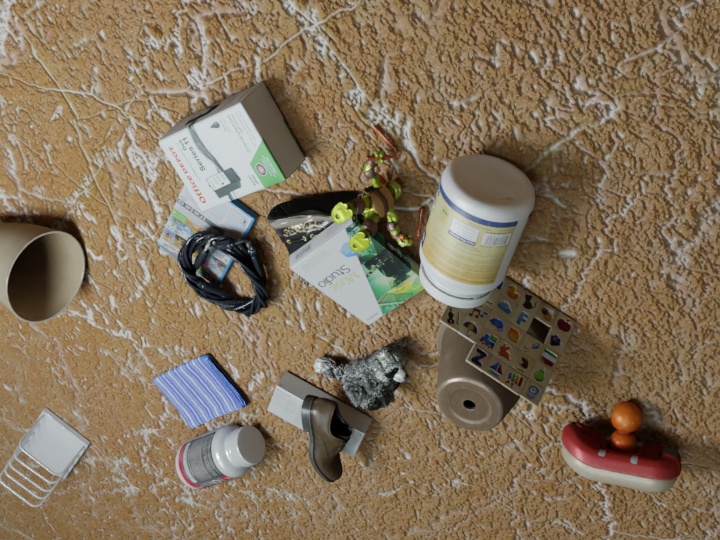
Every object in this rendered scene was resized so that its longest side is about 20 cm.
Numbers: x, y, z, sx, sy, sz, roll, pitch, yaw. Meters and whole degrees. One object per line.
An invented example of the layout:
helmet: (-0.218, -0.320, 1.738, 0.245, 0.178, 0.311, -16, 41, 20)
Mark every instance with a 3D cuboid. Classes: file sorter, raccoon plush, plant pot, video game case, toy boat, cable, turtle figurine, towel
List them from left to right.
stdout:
plant pot: (-0.688, -0.020, 1.858, 0.198, 0.187, 0.190, 22, 132, 28)
file sorter: (-0.778, 0.464, 2.276, 0.138, 0.125, 0.200, 38, 131, -5)
towel: (-0.342, 0.260, 1.977, 0.199, 0.024, 0.145, -25, 109, 37)
video game case: (-0.283, -0.074, 1.708, 0.142, 0.018, 0.201, 35, 131, -1)
cable: (-0.249, 0.016, 1.713, 0.160, 0.051, 0.202, -3, 133, 13)
raccoon plush: (-0.001, 0.167, 1.701, 0.197, 0.097, 0.136, 16, 122, 15)
turtle figurine: (0.019, -0.110, 1.451, 0.064, 0.161, 0.202, -4, 116, 39)
plant pot: (0.200, 0.165, 1.540, 0.197, 0.175, 0.203, 14, 129, 18)
toy boat: (0.439, 0.285, 1.563, 0.197, 0.130, 0.133, 8, 97, 20)

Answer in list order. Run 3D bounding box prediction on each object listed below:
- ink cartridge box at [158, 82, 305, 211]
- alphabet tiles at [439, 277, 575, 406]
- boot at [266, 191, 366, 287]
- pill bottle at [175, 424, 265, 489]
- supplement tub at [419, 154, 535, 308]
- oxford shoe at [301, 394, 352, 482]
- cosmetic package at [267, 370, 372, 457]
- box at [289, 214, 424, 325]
ink cartridge box: (-0.214, -0.199, 1.536, 0.198, 0.083, 0.148, -16, 115, 35)
alphabet tiles: (0.229, 0.095, 1.483, 0.198, 0.168, 0.008, 32, 153, 1)
boot: (-0.048, -0.049, 1.574, 0.197, 0.074, 0.152, -5, 126, 20)
pill bottle: (-0.297, 0.395, 1.996, 0.199, 0.111, 0.111, -26, 110, 38)
supplement tub: (0.170, -0.057, 1.410, 0.143, 0.145, 0.202, 23, 130, 9)
oxford shoe: (-0.055, 0.332, 1.789, 0.083, 0.073, 0.202, 3, 125, 21)
cosmetic package: (-0.081, 0.284, 1.847, 0.198, 0.051, 0.083, 28, 133, 4)
box: (0.000, 0.000, 1.545, 0.144, 0.037, 0.199, -34, 129, 26)
